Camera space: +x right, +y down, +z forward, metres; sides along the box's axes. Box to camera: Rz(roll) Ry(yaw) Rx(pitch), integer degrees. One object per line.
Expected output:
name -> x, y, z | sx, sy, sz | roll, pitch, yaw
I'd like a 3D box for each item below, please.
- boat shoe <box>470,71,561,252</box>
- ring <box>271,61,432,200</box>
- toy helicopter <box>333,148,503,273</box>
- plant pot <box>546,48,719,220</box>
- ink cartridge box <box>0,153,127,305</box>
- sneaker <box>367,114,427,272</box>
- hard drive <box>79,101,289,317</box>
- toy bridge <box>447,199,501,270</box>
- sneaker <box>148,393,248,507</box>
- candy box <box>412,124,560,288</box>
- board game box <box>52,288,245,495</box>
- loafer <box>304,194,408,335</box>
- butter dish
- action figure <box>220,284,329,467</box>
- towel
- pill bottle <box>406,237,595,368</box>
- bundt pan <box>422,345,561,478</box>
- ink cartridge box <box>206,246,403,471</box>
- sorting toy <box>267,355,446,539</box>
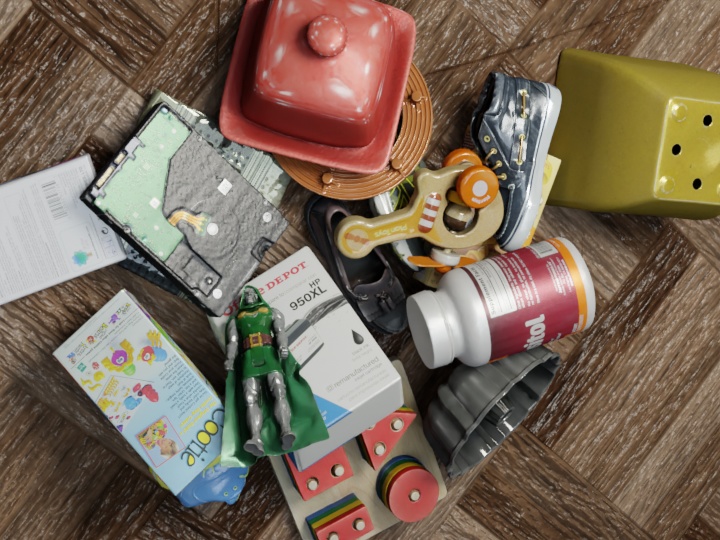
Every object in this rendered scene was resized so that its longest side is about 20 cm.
boat shoe -> 0.165, -0.127, 1.434 | 0.089, 0.071, 0.204 | 12, 91, -17
ring -> -0.014, -0.180, 1.395 | 0.197, 0.019, 0.204 | 1, 80, -6
toy helicopter -> 0.068, -0.048, 1.391 | 0.197, 0.079, 0.134 | -15, 115, -8
plant pot -> 0.356, -0.155, 1.482 | 0.192, 0.200, 0.198 | 4, 101, -20
ink cartridge box -> -0.365, -0.036, 1.321 | 0.197, 0.042, 0.121 | -21, 103, -10
sneaker -> 0.048, -0.094, 1.447 | 0.084, 0.074, 0.202 | -26, 109, -7
hard drive -> -0.189, -0.065, 1.341 | 0.200, 0.038, 0.141 | 43, 70, -22
toy bridge -> 0.145, 0.005, 1.472 | 0.067, 0.027, 0.201 | -42, 110, -3
sneaker -> -0.148, 0.207, 1.448 | 0.198, 0.076, 0.106 | -28, 112, -5
candy box -> 0.154, -0.063, 1.505 | 0.114, 0.055, 0.203 | 19, 96, -21
board game box -> -0.226, 0.133, 1.347 | 0.105, 0.103, 0.200 | -41, 88, -6
loafer -> 0.000, 0.000, 1.459 | 0.071, 0.063, 0.201 | -36, 111, -9
butter dish -> -0.040, -0.229, 1.316 | 0.197, 0.148, 0.203 | 13, 78, -4
action figure -> -0.106, 0.101, 1.306 | 0.116, 0.202, 0.055 | -12, 144, -1
towel -> -0.194, -0.077, 1.394 | 0.191, 0.035, 0.202 | 28, 93, -20
pill bottle -> 0.158, 0.042, 1.401 | 0.197, 0.113, 0.115 | -17, 107, -12
bundt pan -> 0.151, 0.154, 1.498 | 0.076, 0.202, 0.202 | 42, 84, 21
ink cartridge box -> -0.064, 0.097, 1.384 | 0.143, 0.201, 0.085 | -31, 155, -12
sorting toy -> 0.001, 0.242, 1.508 | 0.196, 0.070, 0.203 | -25, 109, -13
